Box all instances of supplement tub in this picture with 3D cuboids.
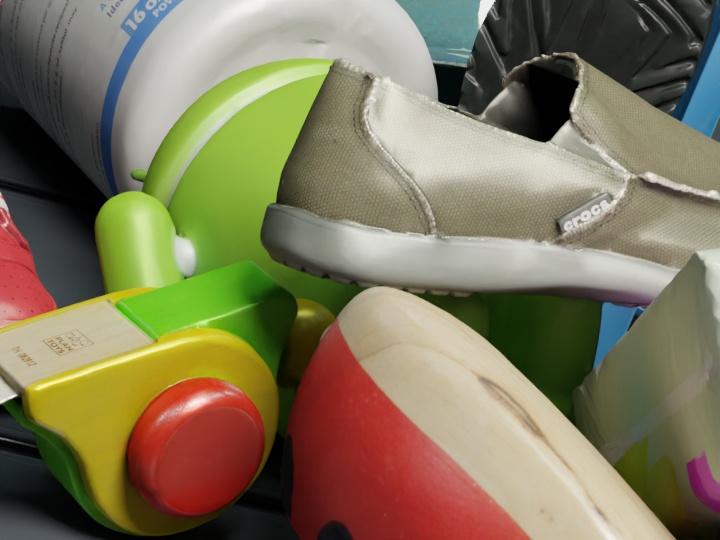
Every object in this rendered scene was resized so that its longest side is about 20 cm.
[{"bbox_3d":[-0.067,-0.087,1.094,0.131,0.132,0.200,8,20,-32],"label":"supplement tub"}]

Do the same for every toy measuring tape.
[{"bbox_3d":[-0.092,0.052,0.789,0.199,0.074,0.074,-18,34,-26],"label":"toy measuring tape"}]

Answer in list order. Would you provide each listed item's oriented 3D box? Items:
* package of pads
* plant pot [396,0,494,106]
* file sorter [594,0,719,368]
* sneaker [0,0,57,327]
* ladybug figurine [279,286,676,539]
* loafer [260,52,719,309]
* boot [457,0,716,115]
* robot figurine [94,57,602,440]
[{"bbox_3d":[0.150,0.034,0.746,0.154,0.069,0.200,-6,-12,-7],"label":"package of pads"},{"bbox_3d":[0.057,-0.170,1.261,0.199,0.197,0.200,7,-6,1],"label":"plant pot"},{"bbox_3d":[0.176,-0.035,1.074,0.122,0.201,0.139,22,17,3],"label":"file sorter"},{"bbox_3d":[-0.143,-0.045,0.910,0.071,0.113,0.200,6,21,-36],"label":"sneaker"},{"bbox_3d":[0.040,0.084,0.722,0.200,0.072,0.136,48,-7,39],"label":"ladybug figurine"},{"bbox_3d":[0.070,-0.027,0.803,0.199,0.070,0.075,3,8,-25],"label":"loafer"},{"bbox_3d":[0.081,-0.065,1.072,0.076,0.201,0.168,26,20,4],"label":"boot"},{"bbox_3d":[0.000,0.000,0.918,0.175,0.116,0.200,-6,27,-30],"label":"robot figurine"}]
